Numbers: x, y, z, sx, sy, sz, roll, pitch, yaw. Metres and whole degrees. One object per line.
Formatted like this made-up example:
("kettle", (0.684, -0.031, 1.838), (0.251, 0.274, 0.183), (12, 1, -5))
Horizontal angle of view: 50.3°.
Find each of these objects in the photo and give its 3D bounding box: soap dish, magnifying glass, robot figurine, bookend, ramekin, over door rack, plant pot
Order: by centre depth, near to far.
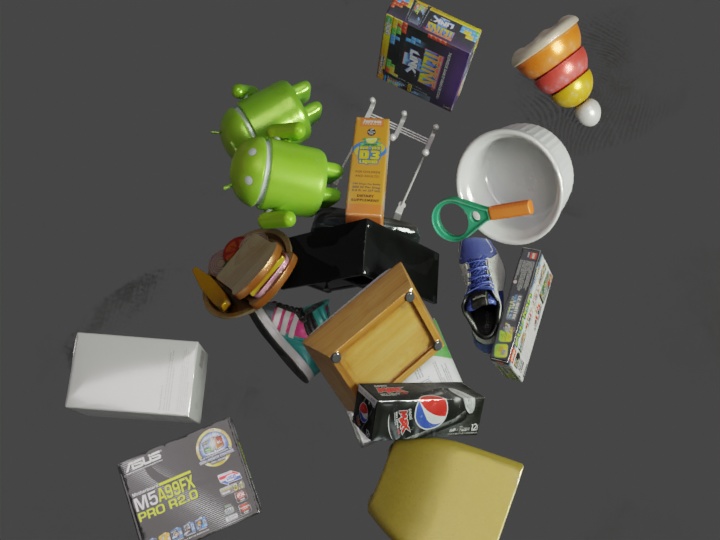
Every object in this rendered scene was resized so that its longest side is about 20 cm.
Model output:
("soap dish", (0.028, 0.110, 1.191), (0.199, 0.081, 0.159), (-38, 122, -10))
("plant pot", (0.119, 0.362, 1.201), (0.196, 0.196, 0.198), (22, 74, 10))
("robot figurine", (-0.131, -0.158, 1.300), (0.195, 0.115, 0.180), (9, 82, -21))
("bookend", (0.000, 0.000, 1.325), (0.197, 0.197, 0.095), (-10, 68, 41))
("ramekin", (0.274, -0.158, 1.341), (0.200, 0.202, 0.097), (44, 41, 9))
("magnifying glass", (0.209, -0.097, 1.342), (0.022, 0.197, 0.081), (-34, 111, -49))
("robot figurine", (-0.167, -0.264, 1.388), (0.197, 0.116, 0.178), (-31, 90, -10))
("over door rack", (0.046, -0.209, 1.410), (0.145, 0.067, 0.204), (23, 75, 4))

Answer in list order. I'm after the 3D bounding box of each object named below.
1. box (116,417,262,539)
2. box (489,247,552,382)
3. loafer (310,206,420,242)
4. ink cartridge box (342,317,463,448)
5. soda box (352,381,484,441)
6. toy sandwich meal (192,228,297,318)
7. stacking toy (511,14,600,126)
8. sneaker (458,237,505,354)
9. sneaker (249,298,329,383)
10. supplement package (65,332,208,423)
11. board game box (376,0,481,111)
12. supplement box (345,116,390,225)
("box", (-0.277, 0.354, 1.251), (0.196, 0.044, 0.163), (-20, 77, -8))
("box", (0.279, 0.077, 1.320), (0.034, 0.110, 0.204), (11, 71, 30))
("loafer", (0.011, -0.082, 1.371), (0.195, 0.074, 0.074), (7, 49, -2))
("ink cartridge box", (0.061, 0.192, 1.292), (0.196, 0.083, 0.149), (-21, 76, -8))
("soda box", (0.090, 0.213, 1.171), (0.196, 0.070, 0.065), (3, 103, -29))
("toy sandwich meal", (-0.199, -0.006, 1.292), (0.201, 0.071, 0.209), (-19, 46, 20))
("stacking toy", (0.391, -0.362, 1.458), (0.145, 0.146, 0.202), (-36, 98, -12))
("sneaker", (0.213, 0.034, 1.318), (0.078, 0.115, 0.205), (-9, 74, 12))
("sneaker", (-0.109, 0.080, 1.316), (0.120, 0.084, 0.200), (-37, 72, -18))
("supplement package", (-0.360, 0.178, 1.255), (0.194, 0.122, 0.123), (4, 74, -2))
("board game box", (0.118, -0.390, 1.393), (0.163, 0.201, 0.058), (27, 73, 5))
("supplement box", (0.013, -0.163, 1.314), (0.065, 0.069, 0.204), (3, 61, 4))
